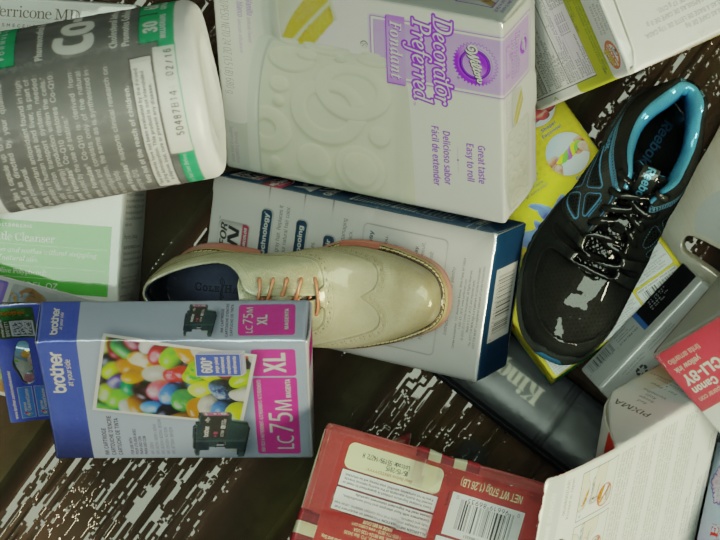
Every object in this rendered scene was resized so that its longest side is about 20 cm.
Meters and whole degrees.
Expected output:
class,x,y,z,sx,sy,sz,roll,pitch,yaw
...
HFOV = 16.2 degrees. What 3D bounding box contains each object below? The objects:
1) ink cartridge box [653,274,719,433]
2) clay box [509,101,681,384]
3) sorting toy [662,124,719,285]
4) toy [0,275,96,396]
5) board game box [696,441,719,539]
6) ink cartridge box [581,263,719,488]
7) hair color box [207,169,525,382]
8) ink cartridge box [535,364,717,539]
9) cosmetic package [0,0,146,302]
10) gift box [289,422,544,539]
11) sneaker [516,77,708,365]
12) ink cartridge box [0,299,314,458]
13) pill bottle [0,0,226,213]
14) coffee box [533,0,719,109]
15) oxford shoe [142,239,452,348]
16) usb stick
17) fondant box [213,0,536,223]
class,x,y,z,sx,sy,sz,roll,pitch,yaw
ink cartridge box,0.299,0.076,1.565,0.200,0.145,0.083,49,136,-3
clay box,0.114,-0.039,1.665,0.115,0.048,0.200,-34,83,-2
sorting toy,0.295,-0.034,1.657,0.200,0.107,0.180,45,113,0
toy,-0.184,0.070,1.646,0.200,0.047,0.115,19,136,-8
board game box,0.301,0.225,1.634,0.200,0.041,0.200,13,89,-25
ink cartridge box,0.246,0.093,1.657,0.099,0.039,0.200,-46,114,4
hair color box,0.000,0.000,1.639,0.200,0.061,0.100,13,103,21
ink cartridge box,0.144,0.159,1.553,0.050,0.200,0.163,26,120,34
cosmetic package,-0.197,-0.078,1.669,0.107,0.085,0.200,3,94,5
gift box,0.040,0.199,1.624,0.184,0.187,0.200,21,74,3
sneaker,0.158,-0.036,1.597,0.073,0.082,0.200,25,80,-2
ink cartridge box,-0.129,0.069,1.580,0.200,0.119,0.042,2,48,2
pill bottle,-0.189,-0.097,1.568,0.200,0.113,0.113,-10,92,3
coffee box,0.181,-0.238,1.571,0.199,0.198,0.200,-25,92,-13
oxford shoe,-0.042,0.020,1.586,0.200,0.074,0.071,-1,98,24
usb stick,0.096,0.072,1.687,0.200,0.033,0.055,38,88,1
fondant box,0.010,-0.122,1.591,0.200,0.058,0.145,12,126,21
